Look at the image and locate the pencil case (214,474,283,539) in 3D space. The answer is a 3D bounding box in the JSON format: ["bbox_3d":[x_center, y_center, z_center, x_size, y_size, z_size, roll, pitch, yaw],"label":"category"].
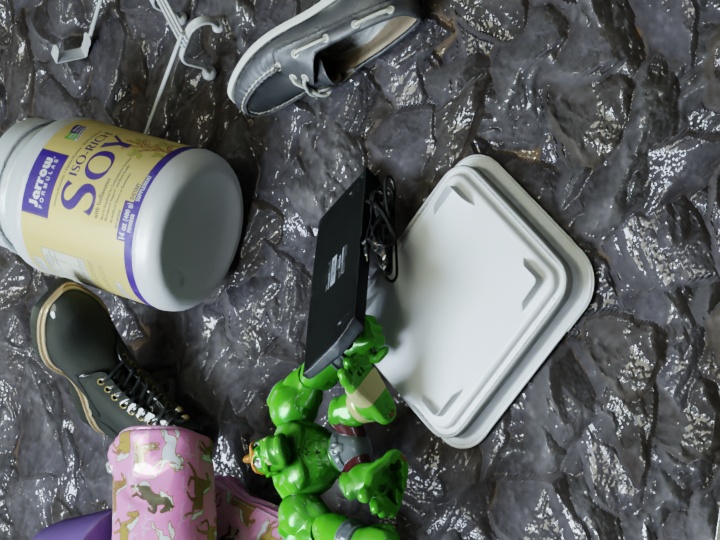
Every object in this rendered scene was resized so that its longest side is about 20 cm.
[{"bbox_3d":[-0.064,0.238,1.583,0.200,0.083,0.087,18,74,39],"label":"pencil case"}]

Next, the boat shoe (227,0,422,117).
[{"bbox_3d":[-0.029,-0.182,1.590,0.200,0.074,0.060,-34,62,23],"label":"boat shoe"}]

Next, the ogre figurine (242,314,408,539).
[{"bbox_3d":[-0.023,0.147,1.508,0.120,0.098,0.201,-24,81,38],"label":"ogre figurine"}]

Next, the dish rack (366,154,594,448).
[{"bbox_3d":[0.077,0.025,1.507,0.172,0.043,0.200,49,117,29],"label":"dish rack"}]

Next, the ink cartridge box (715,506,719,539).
[{"bbox_3d":[0.333,0.179,1.190,0.145,0.200,0.088,9,93,38],"label":"ink cartridge box"}]

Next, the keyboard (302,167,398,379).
[{"bbox_3d":[0.000,0.000,1.526,0.104,0.040,0.200,-46,25,34],"label":"keyboard"}]

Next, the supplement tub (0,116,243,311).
[{"bbox_3d":[-0.221,-0.055,1.666,0.200,0.145,0.146,16,97,27],"label":"supplement tub"}]

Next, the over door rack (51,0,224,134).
[{"bbox_3d":[-0.199,-0.213,1.737,0.200,0.066,0.148,-52,57,40],"label":"over door rack"}]

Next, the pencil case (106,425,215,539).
[{"bbox_3d":[-0.166,0.231,1.546,0.086,0.083,0.201,-25,60,49],"label":"pencil case"}]

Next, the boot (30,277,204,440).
[{"bbox_3d":[-0.202,0.098,1.657,0.138,0.200,0.077,30,69,32],"label":"boot"}]

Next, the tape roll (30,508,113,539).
[{"bbox_3d":[-0.207,0.305,1.617,0.085,0.200,0.201,-17,77,37],"label":"tape roll"}]
